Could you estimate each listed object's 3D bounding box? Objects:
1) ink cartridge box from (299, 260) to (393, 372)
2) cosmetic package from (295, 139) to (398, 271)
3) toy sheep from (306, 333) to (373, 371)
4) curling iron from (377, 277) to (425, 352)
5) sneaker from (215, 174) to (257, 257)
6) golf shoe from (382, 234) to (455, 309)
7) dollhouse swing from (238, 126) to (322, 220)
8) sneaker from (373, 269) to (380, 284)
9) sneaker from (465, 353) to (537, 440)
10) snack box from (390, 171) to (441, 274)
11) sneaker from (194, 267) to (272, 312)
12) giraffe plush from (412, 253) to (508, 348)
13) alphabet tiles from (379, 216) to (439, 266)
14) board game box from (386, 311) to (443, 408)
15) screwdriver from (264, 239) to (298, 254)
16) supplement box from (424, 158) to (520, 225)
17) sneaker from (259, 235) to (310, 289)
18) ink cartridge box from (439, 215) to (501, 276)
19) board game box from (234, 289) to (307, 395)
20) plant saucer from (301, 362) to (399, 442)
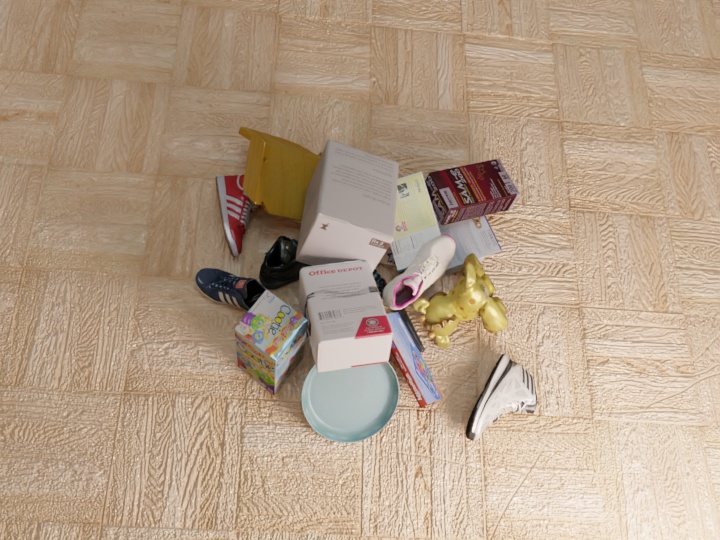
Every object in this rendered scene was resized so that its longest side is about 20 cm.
[{"bbox_3d":[-0.033,0.084,1.512,0.141,0.085,0.202,-6,43,-12],"label":"ink cartridge box"},{"bbox_3d":[-0.026,-0.120,1.612,0.161,0.166,0.204,16,54,-13],"label":"cosmetic package"},{"bbox_3d":[-0.018,0.139,1.610,0.195,0.138,0.141,17,62,-15],"label":"toy sheep"},{"bbox_3d":[0.079,0.094,1.700,0.049,0.026,0.202,-30,71,-17],"label":"curling iron"},{"bbox_3d":[-0.254,-0.130,1.741,0.109,0.072,0.204,-10,64,-8],"label":"sneaker"},{"bbox_3d":[0.129,0.010,1.644,0.075,0.092,0.201,41,95,-6],"label":"golf shoe"},{"bbox_3d":[-0.183,-0.215,1.762,0.197,0.174,0.187,9,91,-40],"label":"dollhouse swing"},{"bbox_3d":[0.000,0.000,1.703,0.080,0.073,0.204,16,55,-19],"label":"sneaker"},{"bbox_3d":[0.298,0.278,1.612,0.114,0.076,0.202,29,62,9],"label":"sneaker"},{"bbox_3d":[0.109,-0.105,1.730,0.113,0.037,0.205,-16,73,3],"label":"snack box"},{"bbox_3d":[-0.258,0.037,1.652,0.196,0.085,0.076,22,63,4],"label":"sneaker"},{"bbox_3d":[0.205,0.079,1.667,0.160,0.199,0.175,-30,82,15],"label":"giraffe plush"},{"bbox_3d":[0.072,-0.092,1.763,0.195,0.008,0.171,12,70,14],"label":"alphabet tiles"},{"bbox_3d":[0.099,0.180,1.613,0.019,0.102,0.203,-33,76,22],"label":"board game box"},{"bbox_3d":[-0.124,-0.075,1.752,0.195,0.028,0.030,-16,96,-18],"label":"screwdriver"},{"bbox_3d":[0.250,-0.179,1.782,0.196,0.061,0.110,-14,62,-25],"label":"supplement box"},{"bbox_3d":[-0.123,-0.034,1.689,0.195,0.115,0.077,-21,70,-18],"label":"sneaker"},{"bbox_3d":[0.193,-0.090,1.794,0.195,0.044,0.200,-16,65,-15],"label":"ink cartridge box"},{"bbox_3d":[-0.176,0.144,1.547,0.102,0.201,0.105,34,64,10],"label":"board game box"},{"bbox_3d":[-0.021,0.242,1.557,0.194,0.027,0.206,-3,108,-9],"label":"plant saucer"}]
